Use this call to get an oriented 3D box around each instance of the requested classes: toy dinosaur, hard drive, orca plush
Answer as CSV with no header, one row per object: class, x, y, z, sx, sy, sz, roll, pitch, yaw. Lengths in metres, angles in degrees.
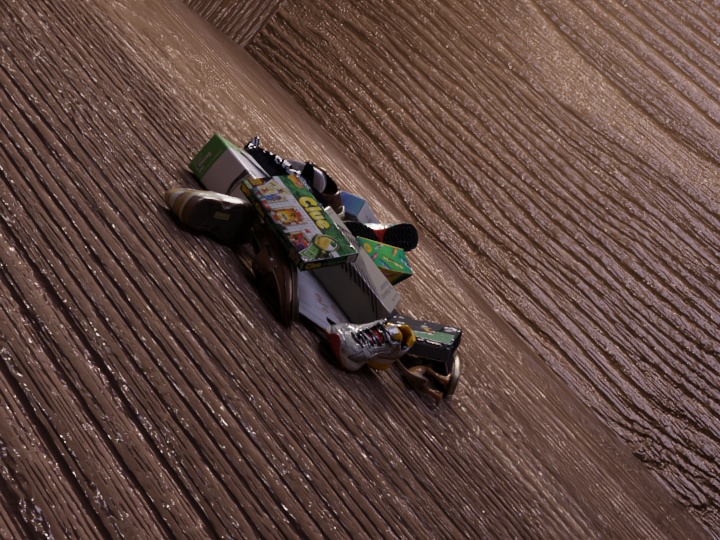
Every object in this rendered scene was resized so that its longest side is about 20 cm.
toy dinosaur,0.100,0.187,1.627,0.105,0.061,0.200,25,-1,7
hard drive,0.113,0.126,1.743,0.138,0.038,0.200,12,6,10
orca plush,-0.117,-0.173,1.680,0.200,0.071,0.105,47,3,3

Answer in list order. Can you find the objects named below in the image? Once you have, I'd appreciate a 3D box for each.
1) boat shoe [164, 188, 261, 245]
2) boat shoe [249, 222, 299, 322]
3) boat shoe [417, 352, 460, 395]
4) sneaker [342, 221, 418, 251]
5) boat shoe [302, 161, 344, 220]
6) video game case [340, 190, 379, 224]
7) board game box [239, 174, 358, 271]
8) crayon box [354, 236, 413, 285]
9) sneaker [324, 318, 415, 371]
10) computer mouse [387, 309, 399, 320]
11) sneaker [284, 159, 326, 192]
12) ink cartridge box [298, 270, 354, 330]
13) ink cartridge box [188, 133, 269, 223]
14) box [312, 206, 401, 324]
boat shoe,-0.226,-0.094,1.428,0.076,0.072,0.200,30,2,25
boat shoe,-0.132,0.004,1.405,0.067,0.072,0.201,-1,40,-12
boat shoe,0.146,0.176,1.833,0.071,0.073,0.200,10,27,-11
sneaker,0.009,-0.057,1.807,0.198,0.071,0.093,-3,-4,-26
boat shoe,-0.079,-0.173,1.832,0.203,0.074,0.075,-126,-153,-47
video game case,-0.052,-0.121,1.968,0.199,0.046,0.181,23,-15,27
board game box,-0.097,-0.078,1.438,0.104,0.024,0.200,-9,47,-38
crayon box,0.000,0.000,1.700,0.200,0.118,0.059,11,54,-62
sneaker,0.015,0.104,1.443,0.199,0.082,0.078,6,52,-59
computer mouse,0.031,0.079,1.824,0.059,0.034,0.200,48,11,22
sneaker,-0.139,-0.182,1.795,0.198,0.078,0.112,6,15,25
ink cartridge box,-0.054,0.063,1.526,0.200,0.043,0.174,38,29,-33
ink cartridge box,-0.192,-0.130,1.644,0.200,0.084,0.146,50,10,30
box,-0.025,-0.002,1.531,0.200,0.068,0.082,51,25,-5
